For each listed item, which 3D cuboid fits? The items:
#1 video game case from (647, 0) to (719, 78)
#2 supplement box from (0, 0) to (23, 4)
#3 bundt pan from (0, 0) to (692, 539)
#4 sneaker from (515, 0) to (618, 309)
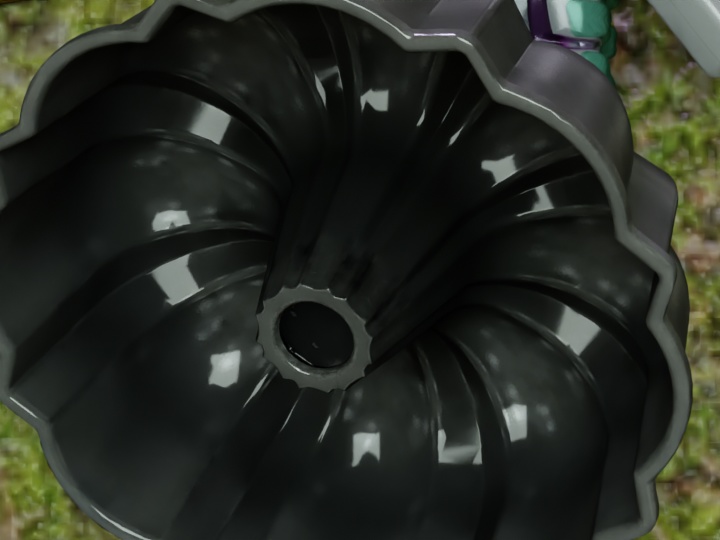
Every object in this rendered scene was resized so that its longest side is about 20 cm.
[{"bbox_3d":[0.115,-0.165,0.802,0.200,0.023,0.182,-30,77,-32],"label":"video game case"},{"bbox_3d":[-0.126,-0.160,0.773,0.103,0.200,0.131,-9,80,3],"label":"supplement box"},{"bbox_3d":[0.000,0.000,0.758,0.202,0.076,0.202,10,123,17],"label":"bundt pan"},{"bbox_3d":[0.032,-0.089,0.816,0.087,0.074,0.200,1,80,9],"label":"sneaker"}]
